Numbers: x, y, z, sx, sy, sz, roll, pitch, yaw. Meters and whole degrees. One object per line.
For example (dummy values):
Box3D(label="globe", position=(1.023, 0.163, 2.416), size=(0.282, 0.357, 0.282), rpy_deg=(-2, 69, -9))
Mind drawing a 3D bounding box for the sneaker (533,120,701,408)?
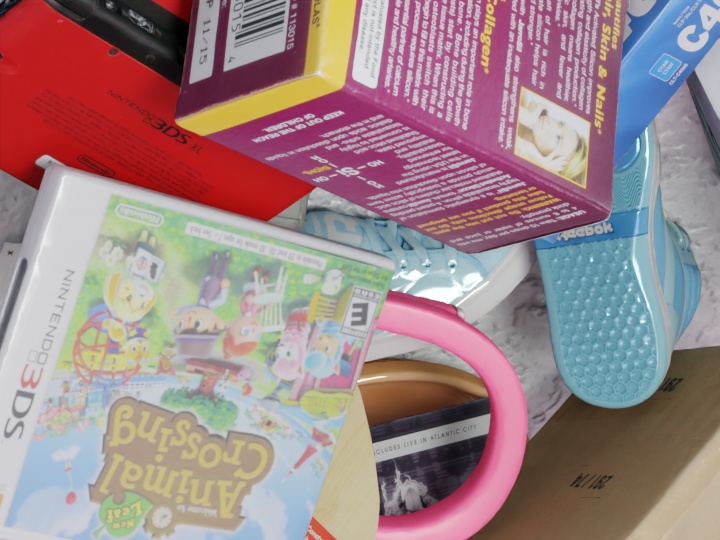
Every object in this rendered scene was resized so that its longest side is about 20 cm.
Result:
Box3D(label="sneaker", position=(0.138, -0.036, 1.622), size=(0.080, 0.131, 0.200), rpy_deg=(0, 103, 17))

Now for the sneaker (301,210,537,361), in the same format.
Box3D(label="sneaker", position=(0.000, 0.000, 1.607), size=(0.200, 0.074, 0.082), rpy_deg=(-24, 132, -1))

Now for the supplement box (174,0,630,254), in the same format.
Box3D(label="supplement box", position=(0.024, -0.105, 1.403), size=(0.200, 0.131, 0.103), rpy_deg=(24, 153, -38))

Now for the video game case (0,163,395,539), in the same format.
Box3D(label="video game case", position=(-0.093, 0.057, 1.462), size=(0.200, 0.022, 0.182), rpy_deg=(15, 96, -34))

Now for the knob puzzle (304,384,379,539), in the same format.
Box3D(label="knob puzzle", position=(-0.071, 0.127, 1.530), size=(0.220, 0.030, 0.220), rpy_deg=(-6, 102, -32))

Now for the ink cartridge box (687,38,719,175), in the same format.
Box3D(label="ink cartridge box", position=(0.256, -0.084, 1.552), size=(0.147, 0.146, 0.200), rpy_deg=(-23, 138, 5))

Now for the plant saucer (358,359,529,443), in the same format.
Box3D(label="plant saucer", position=(0.000, 0.119, 1.751), size=(0.200, 0.037, 0.200), rpy_deg=(-10, 136, -10))

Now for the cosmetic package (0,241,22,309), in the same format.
Box3D(label="cosmetic package", position=(-0.172, 0.083, 1.534), size=(0.083, 0.200, 0.051), rpy_deg=(1, 154, 38))

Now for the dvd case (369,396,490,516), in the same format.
Box3D(label="dvd case", position=(0.036, 0.181, 1.651), size=(0.149, 0.200, 0.016), rpy_deg=(-12, 177, -36))

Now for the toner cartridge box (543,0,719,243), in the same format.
Box3D(label="toner cartridge box", position=(0.125, -0.120, 1.493), size=(0.043, 0.095, 0.200), rpy_deg=(23, 115, -35))

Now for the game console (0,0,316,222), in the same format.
Box3D(label="game console", position=(-0.098, -0.119, 1.442), size=(0.172, 0.119, 0.200), rpy_deg=(-34, 135, 29))

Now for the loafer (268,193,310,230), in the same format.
Box3D(label="loafer", position=(-0.113, -0.059, 1.522), size=(0.200, 0.070, 0.070), rpy_deg=(22, 93, -33))

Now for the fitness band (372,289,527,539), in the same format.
Box3D(label="fitness band", position=(-0.011, 0.078, 1.579), size=(0.200, 0.037, 0.144), rpy_deg=(11, 102, -11))

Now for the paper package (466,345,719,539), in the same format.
Box3D(label="paper package", position=(0.163, 0.134, 1.606), size=(0.191, 0.200, 0.103), rpy_deg=(-46, 106, -25))
